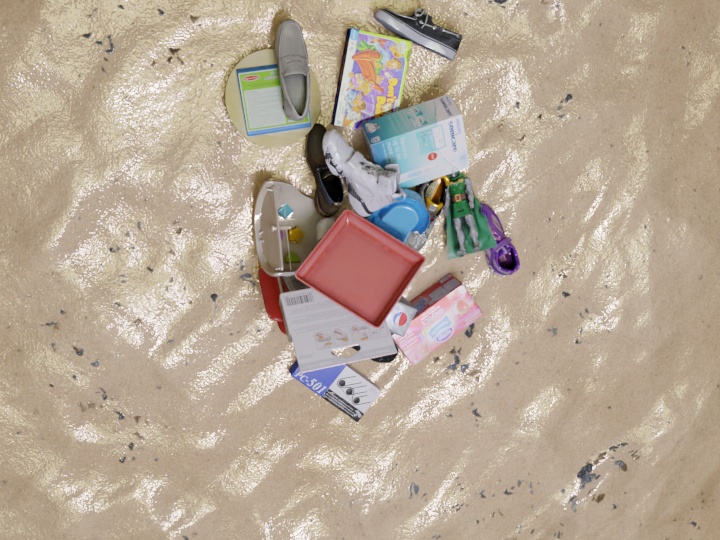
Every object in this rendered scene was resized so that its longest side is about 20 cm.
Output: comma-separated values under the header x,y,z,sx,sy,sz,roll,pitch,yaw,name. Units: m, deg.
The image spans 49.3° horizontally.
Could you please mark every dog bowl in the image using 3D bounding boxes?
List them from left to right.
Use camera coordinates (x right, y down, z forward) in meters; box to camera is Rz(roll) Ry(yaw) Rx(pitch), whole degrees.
x,y,z,sx,sy,sz,roll,pitch,yaw,name
0.066,-0.097,1.694,0.111,0.050,0.200,31,127,-19,dog bowl

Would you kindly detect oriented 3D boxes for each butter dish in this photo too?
x,y,z,sx,sy,sz,roll,pitch,yaw,name
-0.114,0.077,1.694,0.199,0.200,0.148,-5,129,-13,butter dish

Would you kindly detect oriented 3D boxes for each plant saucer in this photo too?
x,y,z,sx,sy,sz,roll,pitch,yaw,name
0.000,0.000,1.577,0.199,0.037,0.200,32,61,7,plant saucer

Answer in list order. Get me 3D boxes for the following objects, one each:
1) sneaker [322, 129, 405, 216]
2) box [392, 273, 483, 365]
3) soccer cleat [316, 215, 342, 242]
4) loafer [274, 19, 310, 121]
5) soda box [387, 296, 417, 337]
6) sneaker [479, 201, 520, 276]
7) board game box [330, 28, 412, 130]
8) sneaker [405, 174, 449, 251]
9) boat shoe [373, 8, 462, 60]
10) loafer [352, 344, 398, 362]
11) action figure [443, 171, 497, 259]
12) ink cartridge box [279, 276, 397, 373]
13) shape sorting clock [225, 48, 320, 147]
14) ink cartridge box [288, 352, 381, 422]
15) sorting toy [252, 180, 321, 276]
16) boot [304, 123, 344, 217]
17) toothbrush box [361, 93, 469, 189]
x,y,z,sx,sy,sz,roll,pitch,yaw,name
0.011,-0.206,1.575,0.115,0.075,0.200,-13,120,31,sneaker
0.163,0.110,1.782,0.200,0.103,0.095,-36,108,-2,box
-0.020,-0.033,1.676,0.200,0.078,0.069,40,130,-23,soccer cleat
-0.131,-0.402,1.577,0.070,0.070,0.201,-11,104,-15,loafer
0.055,0.075,1.699,0.063,0.200,0.068,24,97,-17,soda box
0.304,-0.068,1.775,0.080,0.088,0.200,-33,105,0,sneaker
0.022,-0.396,1.658,0.134,0.045,0.201,8,102,-14,board game box
0.140,-0.133,1.728,0.078,0.082,0.201,14,102,-15,sneaker
0.124,-0.510,1.636,0.199,0.074,0.068,21,101,-17,boat shoe
0.005,0.152,1.779,0.200,0.070,0.068,29,98,-34,loafer
0.223,-0.136,1.733,0.118,0.055,0.201,-15,76,23,action figure
-0.046,0.112,1.555,0.199,0.045,0.177,-10,63,-14,ink cartridge box
-0.181,-0.356,1.629,0.199,0.039,0.201,-3,102,-16,shape sorting clock
-0.057,0.254,1.802,0.200,0.044,0.094,39,92,-17,ink cartridge box
-0.128,-0.080,1.676,0.180,0.107,0.201,-2,80,-29,sorting toy
-0.066,-0.217,1.639,0.074,0.097,0.201,-10,89,-18,boot
0.118,-0.263,1.651,0.199,0.085,0.147,-19,137,-2,toothbrush box
